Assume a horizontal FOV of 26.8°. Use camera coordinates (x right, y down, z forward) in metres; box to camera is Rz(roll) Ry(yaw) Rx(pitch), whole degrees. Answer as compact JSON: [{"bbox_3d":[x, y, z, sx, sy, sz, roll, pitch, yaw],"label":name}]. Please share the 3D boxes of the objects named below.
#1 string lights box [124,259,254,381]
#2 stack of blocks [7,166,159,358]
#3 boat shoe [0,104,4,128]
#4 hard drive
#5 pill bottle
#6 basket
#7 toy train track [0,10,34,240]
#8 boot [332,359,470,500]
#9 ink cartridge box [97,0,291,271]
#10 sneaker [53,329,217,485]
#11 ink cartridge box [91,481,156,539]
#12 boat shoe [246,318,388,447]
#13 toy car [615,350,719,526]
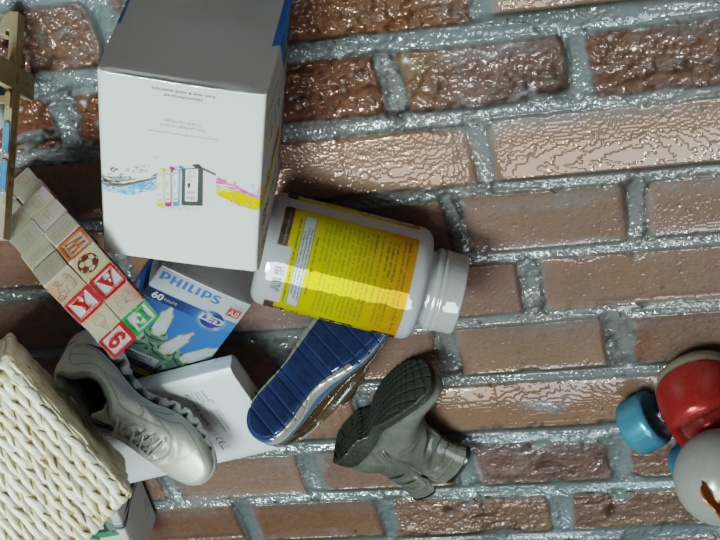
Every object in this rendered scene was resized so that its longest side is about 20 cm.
[{"bbox_3d":[-0.197,0.055,1.559,0.102,0.059,0.200,24,132,-17],"label":"string lights box"},{"bbox_3d":[-0.278,-0.019,1.406,0.059,0.200,0.115,-42,134,-6],"label":"stack of blocks"},{"bbox_3d":[-0.416,-0.121,1.437,0.199,0.072,0.069,-30,122,19],"label":"boat shoe"},{"bbox_3d":[-0.194,0.160,1.600,0.198,0.027,0.132,-15,130,19],"label":"hard drive"},{"bbox_3d":[0.000,0.000,1.446,0.198,0.110,0.110,14,133,-3],"label":"pill bottle"},{"bbox_3d":[-0.341,0.192,1.480,0.161,0.198,0.201,-41,101,-7],"label":"basket"},{"bbox_3d":[-0.323,-0.129,1.346,0.032,0.203,0.115,3,177,3],"label":"toy train track"},{"bbox_3d":[0.068,0.174,1.633,0.130,0.068,0.200,23,139,-19],"label":"boot"},{"bbox_3d":[-0.144,-0.126,1.329,0.143,0.148,0.201,8,133,1],"label":"ink cartridge box"},{"bbox_3d":[-0.230,0.151,1.523,0.200,0.081,0.075,43,113,-6],"label":"sneaker"},{"bbox_3d":[-0.335,0.254,1.744,0.144,0.085,0.201,-3,131,12],"label":"ink cartridge box"},{"bbox_3d":[-0.032,0.099,1.550,0.200,0.072,0.072,-44,152,8],"label":"boat shoe"},{"bbox_3d":[0.370,0.197,1.505,0.184,0.201,0.177,-33,120,33],"label":"toy car"}]
